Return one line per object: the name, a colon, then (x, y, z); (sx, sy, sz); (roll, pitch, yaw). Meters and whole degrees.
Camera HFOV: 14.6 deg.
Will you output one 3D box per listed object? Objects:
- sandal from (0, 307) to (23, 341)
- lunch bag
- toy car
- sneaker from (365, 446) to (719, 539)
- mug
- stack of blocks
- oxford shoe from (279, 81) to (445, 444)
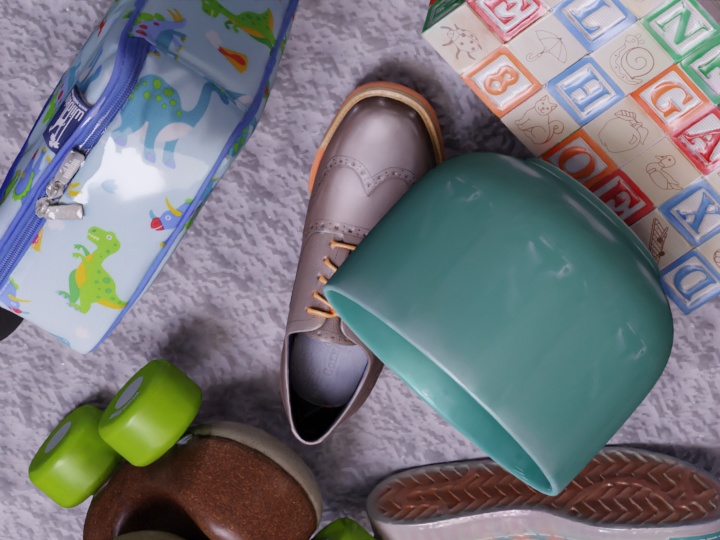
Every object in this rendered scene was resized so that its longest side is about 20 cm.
sandal: (-0.271, 0.017, 1.497); (0.200, 0.045, 0.075); (2, 122, 8)
lunch bag: (-0.107, -0.064, 1.324); (0.082, 0.200, 0.161); (31, 123, -9)
toy car: (-0.113, 0.180, 1.465); (0.164, 0.200, 0.158); (41, 142, -13)
sneaker: (0.105, 0.146, 1.505); (0.200, 0.071, 0.080); (-3, 123, 21)
mug: (0.069, 0.013, 1.362); (0.114, 0.185, 0.152); (-48, 117, -7)
stack of blocks: (0.139, -0.088, 1.351); (0.115, 0.059, 0.200); (-35, 111, 27)
oxford shoe: (0.000, 0.000, 1.423); (0.071, 0.073, 0.200); (12, 123, 3)
